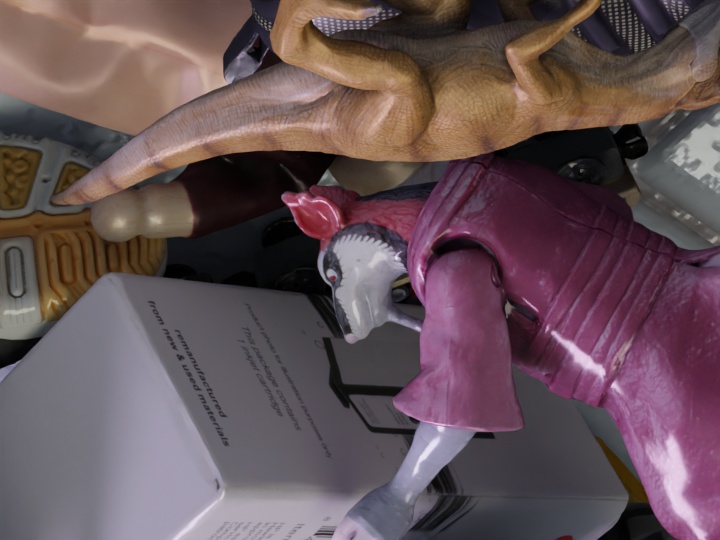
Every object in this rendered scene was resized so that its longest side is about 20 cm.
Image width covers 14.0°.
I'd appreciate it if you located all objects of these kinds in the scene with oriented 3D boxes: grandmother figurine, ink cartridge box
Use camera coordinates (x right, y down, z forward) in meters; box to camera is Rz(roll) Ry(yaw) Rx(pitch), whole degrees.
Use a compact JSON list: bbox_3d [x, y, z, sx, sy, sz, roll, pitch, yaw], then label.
[{"bbox_3d":[-0.041,-0.063,0.861,0.200,0.061,0.121,23,102,-30],"label":"grandmother figurine"},{"bbox_3d":[-0.035,0.081,0.923,0.146,0.084,0.200,-45,150,27],"label":"ink cartridge box"}]

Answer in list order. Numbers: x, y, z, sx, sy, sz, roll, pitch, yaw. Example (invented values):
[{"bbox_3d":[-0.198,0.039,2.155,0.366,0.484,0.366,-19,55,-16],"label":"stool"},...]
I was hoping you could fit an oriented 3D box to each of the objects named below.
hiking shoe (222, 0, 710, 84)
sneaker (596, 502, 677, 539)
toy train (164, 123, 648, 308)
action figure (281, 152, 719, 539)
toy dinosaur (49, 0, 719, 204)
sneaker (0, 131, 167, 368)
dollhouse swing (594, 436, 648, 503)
[{"bbox_3d":[0.062,-0.083,0.810,0.200,0.076,0.101,5,139,-6],"label":"hiking shoe"},{"bbox_3d":[0.057,0.162,1.009,0.079,0.075,0.200,35,110,-18],"label":"sneaker"},{"bbox_3d":[0.000,0.000,0.944,0.200,0.034,0.046,-22,135,4],"label":"toy train"},{"bbox_3d":[0.071,0.014,0.819,0.200,0.134,0.149,25,133,2],"label":"action figure"},{"bbox_3d":[0.002,-0.047,0.750,0.200,0.060,0.106,-7,137,8],"label":"toy dinosaur"},{"bbox_3d":[-0.153,0.018,0.900,0.200,0.076,0.088,-10,139,5],"label":"sneaker"},{"bbox_3d":[0.089,0.157,1.104,0.200,0.176,0.182,-42,169,20],"label":"dollhouse swing"}]
